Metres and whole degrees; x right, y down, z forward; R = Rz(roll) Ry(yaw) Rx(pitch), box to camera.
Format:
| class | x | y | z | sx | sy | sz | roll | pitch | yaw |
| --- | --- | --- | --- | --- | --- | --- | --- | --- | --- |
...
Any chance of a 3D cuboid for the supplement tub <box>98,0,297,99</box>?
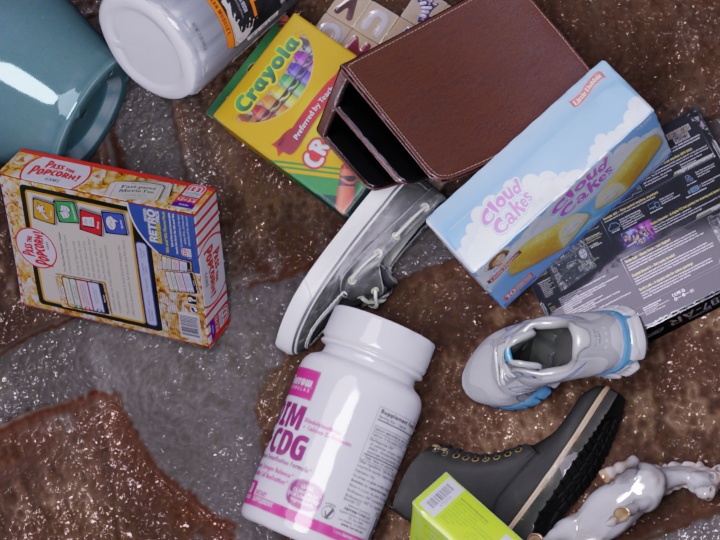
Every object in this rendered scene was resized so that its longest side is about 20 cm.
| class | x | y | z | sx | sy | sz | roll | pitch | yaw |
| --- | --- | --- | --- | --- | --- | --- | --- | --- | --- |
| supplement tub | -0.135 | -0.259 | 1.793 | 0.122 | 0.123 | 0.200 | 29 | 56 | 22 |

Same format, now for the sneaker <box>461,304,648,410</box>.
| class | x | y | z | sx | sy | sz | roll | pitch | yaw |
| --- | --- | --- | --- | --- | --- | --- | --- | --- | --- |
| sneaker | 0.140 | 0.069 | 1.625 | 0.200 | 0.087 | 0.075 | -25 | 70 | 49 |

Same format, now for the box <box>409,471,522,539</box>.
| class | x | y | z | sx | sy | sz | roll | pitch | yaw |
| --- | --- | --- | --- | --- | --- | --- | --- | --- | --- |
| box | 0.092 | 0.261 | 1.580 | 0.048 | 0.200 | 0.122 | -39 | 65 | -24 |

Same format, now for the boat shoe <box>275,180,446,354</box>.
| class | x | y | z | sx | sy | sz | roll | pitch | yaw |
| --- | --- | --- | --- | --- | --- | --- | --- | --- | --- |
| boat shoe | 0.000 | 0.000 | 1.734 | 0.064 | 0.071 | 0.200 | 36 | 94 | 11 |

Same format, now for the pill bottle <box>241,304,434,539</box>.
| class | x | y | z | sx | sy | sz | roll | pitch | yaw |
| --- | --- | --- | --- | --- | --- | --- | --- | --- | --- |
| pill bottle | -0.016 | 0.139 | 1.674 | 0.113 | 0.113 | 0.200 | 19 | 81 | 21 |

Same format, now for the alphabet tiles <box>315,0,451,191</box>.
| class | x | y | z | sx | sy | sz | roll | pitch | yaw |
| --- | --- | --- | --- | --- | --- | --- | --- | --- | --- |
| alphabet tiles | 0.035 | -0.180 | 1.812 | 0.200 | 0.008 | 0.167 | 34 | 86 | 22 |

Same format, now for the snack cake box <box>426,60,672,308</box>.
| class | x | y | z | sx | sy | sz | roll | pitch | yaw |
| --- | --- | --- | --- | --- | --- | --- | --- | --- | --- |
| snack cake box | 0.161 | -0.070 | 1.636 | 0.200 | 0.115 | 0.067 | -42 | 68 | 2 |

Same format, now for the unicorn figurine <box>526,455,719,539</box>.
| class | x | y | z | sx | sy | sz | roll | pitch | yaw |
| --- | --- | --- | --- | --- | --- | --- | --- | --- | --- |
| unicorn figurine | 0.215 | 0.196 | 1.596 | 0.200 | 0.137 | 0.074 | -26 | 78 | 23 |

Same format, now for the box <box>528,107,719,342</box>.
| class | x | y | z | sx | sy | sz | roll | pitch | yaw |
| --- | --- | --- | --- | --- | --- | --- | --- | --- | --- |
| box | 0.239 | -0.024 | 1.685 | 0.200 | 0.044 | 0.160 | -28 | 68 | 7 |

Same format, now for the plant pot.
| class | x | y | z | sx | sy | sz | roll | pitch | yaw |
| --- | --- | --- | --- | --- | --- | --- | --- | --- | --- |
| plant pot | -0.328 | -0.184 | 1.832 | 0.188 | 0.200 | 0.200 | 31 | 85 | 7 |

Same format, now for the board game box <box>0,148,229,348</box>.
| class | x | y | z | sx | sy | sz | roll | pitch | yaw |
| --- | --- | --- | --- | --- | --- | --- | --- | --- | --- |
| board game box | -0.223 | -0.020 | 1.768 | 0.200 | 0.152 | 0.046 | 12 | 39 | 19 |

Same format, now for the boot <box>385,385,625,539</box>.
| class | x | y | z | sx | sy | sz | roll | pitch | yaw |
| --- | --- | --- | --- | --- | --- | --- | --- | --- | --- |
| boot | 0.120 | 0.158 | 1.655 | 0.138 | 0.077 | 0.200 | 33 | 85 | 27 |

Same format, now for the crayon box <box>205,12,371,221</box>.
| class | x | y | z | sx | sy | sz | roll | pitch | yaw |
| --- | --- | --- | --- | --- | --- | --- | --- | --- | --- |
| crayon box | -0.044 | -0.147 | 1.795 | 0.200 | 0.051 | 0.127 | 36 | 87 | 23 |

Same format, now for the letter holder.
| class | x | y | z | sx | sy | sz | roll | pitch | yaw |
| --- | --- | --- | --- | --- | --- | --- | --- | --- | --- |
| letter holder | 0.089 | -0.139 | 1.684 | 0.200 | 0.101 | 0.142 | -32 | 73 | -29 |
